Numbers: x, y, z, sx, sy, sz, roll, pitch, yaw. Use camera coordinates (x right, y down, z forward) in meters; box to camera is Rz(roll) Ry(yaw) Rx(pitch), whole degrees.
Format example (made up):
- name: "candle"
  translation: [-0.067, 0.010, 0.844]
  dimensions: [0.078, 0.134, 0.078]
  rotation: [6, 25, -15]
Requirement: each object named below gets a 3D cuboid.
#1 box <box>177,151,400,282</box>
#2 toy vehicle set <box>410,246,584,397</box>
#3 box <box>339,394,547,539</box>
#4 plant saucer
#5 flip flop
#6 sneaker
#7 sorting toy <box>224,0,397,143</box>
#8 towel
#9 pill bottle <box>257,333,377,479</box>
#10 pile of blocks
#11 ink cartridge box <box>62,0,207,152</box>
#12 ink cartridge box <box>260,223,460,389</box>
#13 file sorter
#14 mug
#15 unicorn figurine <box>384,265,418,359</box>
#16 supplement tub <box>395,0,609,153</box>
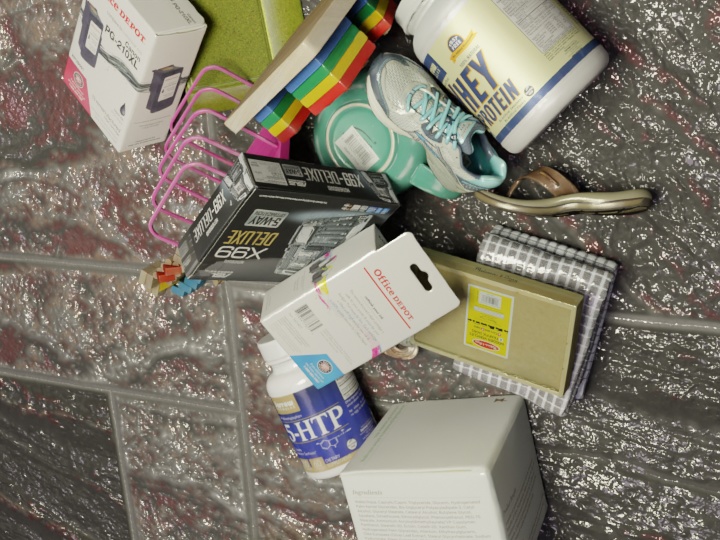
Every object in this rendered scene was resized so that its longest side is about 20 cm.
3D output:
- name: "box"
  translation: [-0.079, -0.051, 0.918]
  dimensions: [0.158, 0.199, 0.050]
  rotation: [-46, 56, 37]
- name: "toy vehicle set"
  translation: [0.151, 0.058, 0.962]
  dimensions: [0.198, 0.026, 0.125]
  rotation: [18, 126, 25]
- name: "box"
  translation: [0.113, 0.281, 1.060]
  dimensions: [0.198, 0.199, 0.173]
  rotation: [-8, 104, 26]
- name: "plant saucer"
  translation: [-0.169, -0.309, 1.066]
  dimensions: [0.198, 0.048, 0.202]
  rotation: [-3, 106, 26]
- name: "flip flop"
  translation: [0.229, -0.092, 0.952]
  dimensions: [0.198, 0.081, 0.058]
  rotation: [0, 91, 23]
- name: "sneaker"
  translation: [0.090, -0.161, 0.895]
  dimensions: [0.200, 0.078, 0.086]
  rotation: [40, 169, -29]
- name: "sorting toy"
  translation: [-0.038, -0.244, 0.922]
  dimensions: [0.069, 0.200, 0.199]
  rotation: [39, 149, -16]
- name: "towel"
  translation: [0.206, 0.064, 1.008]
  dimensions: [0.164, 0.086, 0.202]
  rotation: [17, 114, 19]
- name: "pill bottle"
  translation: [-0.061, 0.171, 1.146]
  dimensions: [0.119, 0.120, 0.202]
  rotation: [-21, 99, 28]
- name: "pile of blocks"
  translation: [-0.248, 0.000, 1.202]
  dimensions: [0.199, 0.062, 0.083]
  rotation: [-31, 94, 30]
- name: "ink cartridge box"
  translation: [-0.295, -0.280, 1.074]
  dimensions: [0.145, 0.084, 0.200]
  rotation: [50, 134, 15]
- name: "ink cartridge box"
  translation: [0.000, 0.032, 0.943]
  dimensions: [0.199, 0.068, 0.115]
  rotation: [-31, 115, 16]
- name: "file sorter"
  translation: [-0.172, -0.129, 1.015]
  dimensions: [0.125, 0.201, 0.139]
  rotation: [24, 131, -24]
- name: "mug"
  translation: [0.035, -0.162, 0.987]
  dimensions: [0.183, 0.114, 0.154]
  rotation: [7, 111, 22]
- name: "unicorn figurine"
  translation: [0.067, 0.033, 1.076]
  dimensions: [0.136, 0.074, 0.201]
  rotation: [24, 132, 14]
- name: "supplement tub"
  translation: [0.148, -0.243, 0.891]
  dimensions: [0.200, 0.145, 0.145]
  rotation: [46, 120, 3]
